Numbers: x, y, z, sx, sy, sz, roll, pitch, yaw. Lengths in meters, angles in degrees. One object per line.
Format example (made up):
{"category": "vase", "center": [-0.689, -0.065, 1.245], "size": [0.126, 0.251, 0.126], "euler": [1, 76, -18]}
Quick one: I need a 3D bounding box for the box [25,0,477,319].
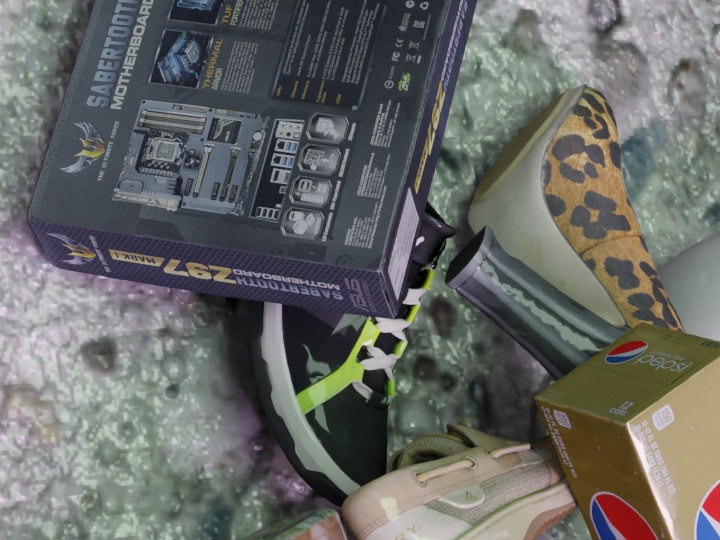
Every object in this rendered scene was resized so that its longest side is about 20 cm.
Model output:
{"category": "box", "center": [-0.039, -0.087, 1.181], "size": [0.157, 0.051, 0.201], "euler": [8, 66, 14]}

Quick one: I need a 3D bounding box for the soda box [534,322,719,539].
{"category": "soda box", "center": [0.148, 0.126, 1.165], "size": [0.064, 0.068, 0.201], "euler": [-33, 113, -23]}

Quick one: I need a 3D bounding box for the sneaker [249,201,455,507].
{"category": "sneaker", "center": [0.000, 0.000, 1.196], "size": [0.072, 0.082, 0.201], "euler": [19, 62, -64]}

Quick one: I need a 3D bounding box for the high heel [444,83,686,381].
{"category": "high heel", "center": [0.118, 0.000, 1.266], "size": [0.142, 0.071, 0.200], "euler": [40, 35, -8]}

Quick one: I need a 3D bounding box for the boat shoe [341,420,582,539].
{"category": "boat shoe", "center": [0.046, 0.094, 1.178], "size": [0.065, 0.072, 0.200], "euler": [54, 22, 5]}

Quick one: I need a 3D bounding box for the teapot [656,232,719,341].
{"category": "teapot", "center": [0.217, 0.065, 1.281], "size": [0.197, 0.146, 0.201], "euler": [-32, 94, -32]}

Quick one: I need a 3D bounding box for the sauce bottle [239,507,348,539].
{"category": "sauce bottle", "center": [0.005, 0.194, 1.093], "size": [0.065, 0.065, 0.201], "euler": [-27, 91, -33]}
